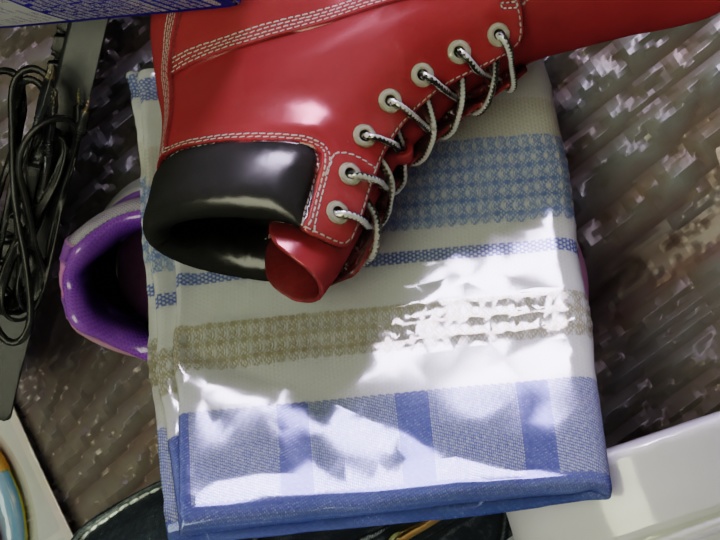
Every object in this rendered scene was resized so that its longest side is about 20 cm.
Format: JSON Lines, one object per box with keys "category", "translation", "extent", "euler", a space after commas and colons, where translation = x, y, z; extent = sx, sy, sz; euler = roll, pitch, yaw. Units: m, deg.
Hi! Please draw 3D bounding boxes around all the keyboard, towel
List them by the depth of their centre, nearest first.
{"category": "towel", "translation": [0.000, 0.000, 0.990], "extent": [0.147, 0.024, 0.200], "euler": [-7, 53, 0]}
{"category": "keyboard", "translation": [-0.121, -0.049, 1.079], "extent": [0.040, 0.104, 0.200], "euler": [12, 101, -10]}

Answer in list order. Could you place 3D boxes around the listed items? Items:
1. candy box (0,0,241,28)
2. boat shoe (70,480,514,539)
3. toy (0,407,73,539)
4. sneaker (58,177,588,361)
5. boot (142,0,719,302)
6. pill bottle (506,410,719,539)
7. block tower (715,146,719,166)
{"category": "candy box", "translation": [-0.134, -0.167, 1.003], "extent": [0.200, 0.077, 0.169], "euler": [-2, 77, 28]}
{"category": "boat shoe", "translation": [-0.037, 0.078, 1.050], "extent": [0.200, 0.091, 0.071], "euler": [-17, 56, 21]}
{"category": "toy", "translation": [-0.166, 0.116, 1.146], "extent": [0.115, 0.047, 0.200], "euler": [-31, 82, 22]}
{"category": "sneaker", "translation": [-0.021, 0.007, 1.048], "extent": [0.200, 0.088, 0.081], "euler": [4, 95, 23]}
{"category": "boot", "translation": [0.029, -0.054, 0.974], "extent": [0.200, 0.072, 0.144], "euler": [-6, 54, 8]}
{"category": "pill bottle", "translation": [0.122, 0.151, 0.980], "extent": [0.113, 0.113, 0.200], "euler": [-20, 86, 25]}
{"category": "block tower", "translation": [0.172, 0.039, 0.968], "extent": [0.054, 0.058, 0.200], "euler": [-20, 79, 24]}
